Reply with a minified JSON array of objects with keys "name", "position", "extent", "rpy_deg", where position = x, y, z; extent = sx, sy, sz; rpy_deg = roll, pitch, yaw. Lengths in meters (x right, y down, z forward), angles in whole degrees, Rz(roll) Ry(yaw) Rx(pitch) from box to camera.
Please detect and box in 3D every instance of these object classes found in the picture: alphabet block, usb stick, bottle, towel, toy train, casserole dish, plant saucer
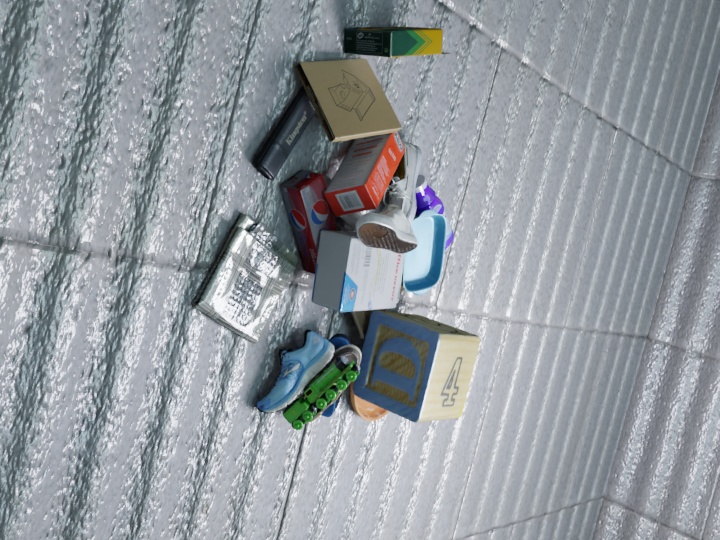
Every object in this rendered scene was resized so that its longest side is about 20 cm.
[{"name":"alphabet block","position":[0.127,0.213,1.808],"extent":[0.198,0.193,0.201],"rpy_deg":[9,98,-55]},{"name":"usb stick","position":[-0.134,-0.262,1.515],"extent":[0.055,0.032,0.203],"rpy_deg":[43,69,-40]},{"name":"bottle","position":[0.159,-0.132,1.886],"extent":[0.084,0.065,0.202],"rpy_deg":[-47,134,-24]},{"name":"towel","position":[-0.207,0.019,1.528],"extent":[0.192,0.034,0.203],"rpy_deg":[41,71,-48]},{"name":"toy train","position":[-0.080,0.246,1.634],"extent":[0.200,0.056,0.042],"rpy_deg":[-45,180,17]},{"name":"casserole dish","position":[0.136,-0.044,1.837],"extent":[0.119,0.039,0.205],"rpy_deg":[-12,117,-34]},{"name":"plant saucer","position":[0.040,0.253,1.906],"extent":[0.198,0.037,0.205],"rpy_deg":[-20,118,-44]}]

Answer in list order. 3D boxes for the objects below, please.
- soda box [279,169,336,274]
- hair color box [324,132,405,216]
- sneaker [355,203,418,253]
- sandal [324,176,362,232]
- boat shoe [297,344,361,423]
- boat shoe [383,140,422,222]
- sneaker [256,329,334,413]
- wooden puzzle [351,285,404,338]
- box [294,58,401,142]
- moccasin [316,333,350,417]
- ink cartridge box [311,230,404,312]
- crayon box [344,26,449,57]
[{"name":"soda box","position":[-0.094,-0.092,1.601],"extent":[0.070,0.063,0.203],"rpy_deg":[-39,130,-34]},{"name":"hair color box","position":[0.011,-0.198,1.606],"extent":[0.062,0.100,0.202],"rpy_deg":[59,38,-32]},{"name":"sneaker","position":[0.042,-0.092,1.566],"extent":[0.199,0.072,0.086],"rpy_deg":[21,49,-60]},{"name":"sandal","position":[-0.039,-0.115,1.665],"extent":[0.049,0.084,0.203],"rpy_deg":[-29,139,15]},{"name":"boat shoe","position":[-0.068,0.240,1.683],"extent":[0.200,0.072,0.060],"rpy_deg":[-48,-171,18]},{"name":"boat shoe","position":[0.080,-0.186,1.765],"extent":[0.085,0.074,0.207],"rpy_deg":[16,83,-43]},{"name":"sneaker","position":[-0.146,0.205,1.652],"extent":[0.090,0.078,0.200],"rpy_deg":[44,78,-7]},{"name":"wooden puzzle","position":[0.021,0.019,1.797],"extent":[0.201,0.046,0.188],"rpy_deg":[-50,136,-33]},{"name":"box","position":[-0.021,-0.333,1.559],"extent":[0.198,0.021,0.166],"rpy_deg":[-18,79,-46]},{"name":"moccasin","position":[-0.063,0.218,1.750],"extent":[0.068,0.079,0.203],"rpy_deg":[-54,164,-63]},{"name":"ink cartridge box","position":[0.000,0.000,1.632],"extent":[0.198,0.083,0.148],"rpy_deg":[1,101,-53]},{"name":"crayon box","position":[0.077,-0.462,1.624],"extent":[0.198,0.124,0.053],"rpy_deg":[-18,116,-46]}]
